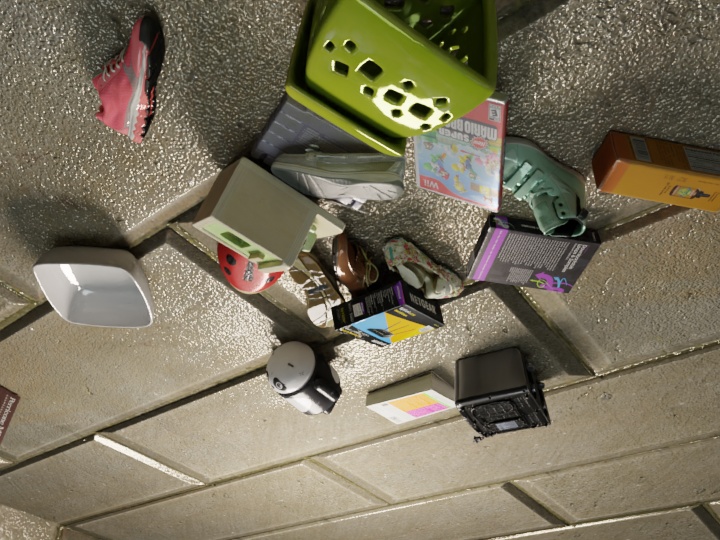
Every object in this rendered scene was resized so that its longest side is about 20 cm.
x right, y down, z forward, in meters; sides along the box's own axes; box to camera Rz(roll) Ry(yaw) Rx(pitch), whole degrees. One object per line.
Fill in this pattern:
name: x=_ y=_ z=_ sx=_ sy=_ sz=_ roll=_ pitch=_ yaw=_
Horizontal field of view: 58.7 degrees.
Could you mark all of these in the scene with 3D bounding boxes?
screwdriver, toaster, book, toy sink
screwdriver: x=-0.074 y=-0.129 z=1.051 sx=0.197 sy=0.028 sz=0.029 roll=13 pitch=111 yaw=-13
toaster: x=0.308 y=0.281 z=1.431 sx=0.198 sy=0.120 sz=0.181 roll=-18 pitch=135 yaw=24
book: x=0.129 y=0.317 z=1.553 sx=0.198 sy=0.049 sz=0.133 roll=-25 pitch=134 yaw=32
toy sink: x=-0.146 y=-0.068 z=1.014 sx=0.199 sy=0.113 sz=0.130 roll=32 pitch=164 yaw=-24

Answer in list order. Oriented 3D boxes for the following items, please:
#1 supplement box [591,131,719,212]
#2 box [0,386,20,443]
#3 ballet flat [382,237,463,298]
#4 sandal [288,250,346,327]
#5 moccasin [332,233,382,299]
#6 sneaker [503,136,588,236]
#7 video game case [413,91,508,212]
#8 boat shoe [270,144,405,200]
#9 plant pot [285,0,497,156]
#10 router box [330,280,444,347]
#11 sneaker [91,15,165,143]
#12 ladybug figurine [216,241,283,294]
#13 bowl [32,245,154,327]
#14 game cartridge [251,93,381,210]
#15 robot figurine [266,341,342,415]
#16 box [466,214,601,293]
supplement box: x=0.451 y=-0.145 z=0.948 sx=0.197 sy=0.070 sz=0.067 roll=11 pitch=141 yaw=-5
box: x=-1.023 y=0.364 z=1.625 sx=0.162 sy=0.168 sz=0.200 roll=-18 pitch=136 yaw=24
ballet flat: x=0.114 y=0.013 z=1.172 sx=0.199 sy=0.065 sz=0.075 roll=31 pitch=133 yaw=-29
sandal: x=-0.079 y=0.031 z=1.223 sx=0.079 sy=0.054 sz=0.201 roll=-17 pitch=130 yaw=11
moccasin: x=0.000 y=0.001 z=1.161 sx=0.076 sy=0.074 sz=0.202 roll=-10 pitch=139 yaw=14
sneaker: x=0.258 y=-0.120 z=0.954 sx=0.198 sy=0.120 sz=0.074 roll=19 pitch=140 yaw=-15
video game case: x=0.141 y=-0.180 z=0.924 sx=0.141 sy=0.018 sz=0.201 roll=22 pitch=147 yaw=25
boat shoe: x=-0.032 y=-0.150 z=0.951 sx=0.198 sy=0.066 sz=0.075 roll=5 pitch=161 yaw=9
plant pot: x=0.027 y=-0.266 z=0.747 sx=0.198 sy=0.201 sz=0.181 roll=26 pitch=142 yaw=-25
router box: x=0.056 y=0.088 z=1.218 sx=0.147 sy=0.052 sz=0.199 roll=-22 pitch=156 yaw=22
sneaker: x=-0.325 y=-0.261 z=0.878 sx=0.086 sy=0.075 sz=0.201 roll=18 pitch=139 yaw=-13
ladybug figurine: x=-0.194 y=-0.025 z=1.149 sx=0.133 sy=0.073 sz=0.201 roll=9 pitch=140 yaw=-5
bowl: x=-0.502 y=0.026 z=1.240 sx=0.196 sy=0.075 sz=0.202 roll=3 pitch=140 yaw=2
game cartridge: x=-0.052 y=-0.180 z=0.982 sx=0.198 sy=0.039 sz=0.130 roll=25 pitch=132 yaw=-23
robot figurine: x=-0.124 y=0.244 z=1.424 sx=0.149 sy=0.126 sz=0.200 roll=-23 pitch=134 yaw=19
box: x=0.301 y=-0.026 z=1.129 sx=0.197 sy=0.036 sz=0.144 roll=10 pitch=141 yaw=-4
